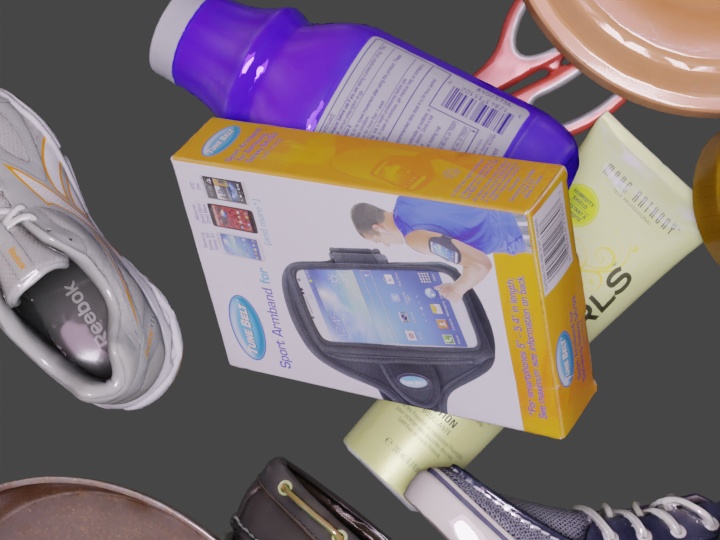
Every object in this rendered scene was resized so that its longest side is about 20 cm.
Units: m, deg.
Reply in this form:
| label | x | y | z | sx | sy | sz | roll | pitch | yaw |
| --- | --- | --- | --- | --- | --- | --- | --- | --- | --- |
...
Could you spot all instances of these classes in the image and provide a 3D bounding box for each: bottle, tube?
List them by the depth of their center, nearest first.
| label | x | y | z | sx | sy | sz | roll | pitch | yaw |
| --- | --- | --- | --- | --- | --- | --- | --- | --- | --- |
| bottle | -0.002 | -0.068 | 0.821 | 0.200 | 0.065 | 0.084 | 27 | 82 | 14 |
| tube | 0.075 | 0.023 | 0.838 | 0.200 | 0.052 | 0.058 | -47 | 131 | -2 |

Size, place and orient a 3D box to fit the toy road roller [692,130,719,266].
| label | x | y | z | sx | sy | sz | roll | pitch | yaw |
| --- | --- | --- | --- | --- | --- | --- | --- | --- | --- |
| toy road roller | 0.213 | 0.009 | 0.792 | 0.145 | 0.123 | 0.201 | 13 | 87 | 4 |

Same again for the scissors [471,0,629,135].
| label | x | y | z | sx | sy | sz | roll | pitch | yaw |
| --- | --- | --- | --- | --- | --- | --- | --- | --- | --- |
| scissors | 0.042 | -0.064 | 0.854 | 0.200 | 0.014 | 0.073 | -35 | 89 | 2 |

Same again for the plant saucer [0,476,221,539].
| label | x | y | z | sx | sy | sz | roll | pitch | yaw |
| --- | --- | --- | --- | --- | --- | --- | --- | --- | --- |
| plant saucer | -0.116 | 0.179 | 0.829 | 0.200 | 0.034 | 0.201 | 6 | 112 | 16 |

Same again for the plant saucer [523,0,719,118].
| label | x | y | z | sx | sy | sz | roll | pitch | yaw |
| --- | --- | --- | --- | --- | --- | --- | --- | --- | --- |
| plant saucer | 0.165 | -0.172 | 0.829 | 0.199 | 0.032 | 0.201 | 0 | 86 | 1 |

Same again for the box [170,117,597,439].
| label | x | y | z | sx | sy | sz | roll | pitch | yaw |
| --- | --- | --- | --- | --- | --- | --- | --- | --- | --- |
| box | 0.000 | 0.000 | 0.785 | 0.199 | 0.041 | 0.119 | 9 | 129 | 29 |

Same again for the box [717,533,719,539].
| label | x | y | z | sx | sy | sz | roll | pitch | yaw |
| --- | --- | --- | --- | --- | --- | --- | --- | --- | --- |
| box | 0.197 | 0.224 | 0.801 | 0.160 | 0.044 | 0.201 | 22 | 92 | -27 |

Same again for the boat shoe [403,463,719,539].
| label | x | y | z | sx | sy | sz | roll | pitch | yaw |
| --- | --- | --- | --- | --- | --- | --- | --- | --- | --- |
| boat shoe | 0.119 | 0.127 | 0.818 | 0.200 | 0.075 | 0.093 | 38 | 87 | -17 |

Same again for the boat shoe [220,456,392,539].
| label | x | y | z | sx | sy | sz | roll | pitch | yaw |
| --- | --- | --- | --- | --- | --- | --- | --- | --- | --- |
| boat shoe | 0.029 | 0.159 | 0.829 | 0.201 | 0.072 | 0.061 | 29 | 96 | 5 |

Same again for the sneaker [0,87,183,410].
| label | x | y | z | sx | sy | sz | roll | pitch | yaw |
| --- | --- | --- | --- | --- | --- | --- | --- | --- | --- |
| sneaker | -0.158 | -0.019 | 0.826 | 0.076 | 0.092 | 0.200 | -42 | 88 | 2 |
